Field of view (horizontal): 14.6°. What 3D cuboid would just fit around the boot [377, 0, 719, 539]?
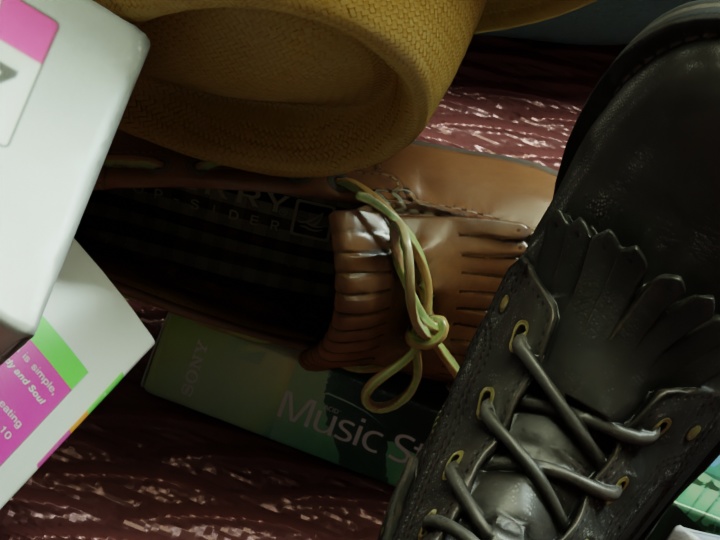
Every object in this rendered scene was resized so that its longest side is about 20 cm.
[{"bbox_3d":[0.028,0.058,0.552,0.069,0.201,0.174,30,37,8],"label":"boot"}]

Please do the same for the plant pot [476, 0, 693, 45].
[{"bbox_3d":[0.081,-0.174,1.059,0.187,0.201,0.200,-17,46,-26],"label":"plant pot"}]

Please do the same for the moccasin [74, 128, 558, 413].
[{"bbox_3d":[0.000,-0.001,0.780,0.200,0.074,0.078,21,36,1],"label":"moccasin"}]

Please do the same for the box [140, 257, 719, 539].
[{"bbox_3d":[0.045,0.023,0.870,0.199,0.036,0.145,19,32,0],"label":"box"}]

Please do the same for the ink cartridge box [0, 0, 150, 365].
[{"bbox_3d":[-0.162,-0.028,0.619,0.199,0.044,0.174,30,53,-17],"label":"ink cartridge box"}]

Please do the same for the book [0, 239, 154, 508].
[{"bbox_3d":[-0.151,0.032,0.648,0.134,0.048,0.200,46,48,-4],"label":"book"}]

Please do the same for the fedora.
[{"bbox_3d":[-0.026,-0.079,0.726,0.199,0.201,0.082,18,71,-5],"label":"fedora"}]

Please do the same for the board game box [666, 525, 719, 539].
[{"bbox_3d":[0.165,0.133,0.679,0.199,0.041,0.199,32,2,18],"label":"board game box"}]
